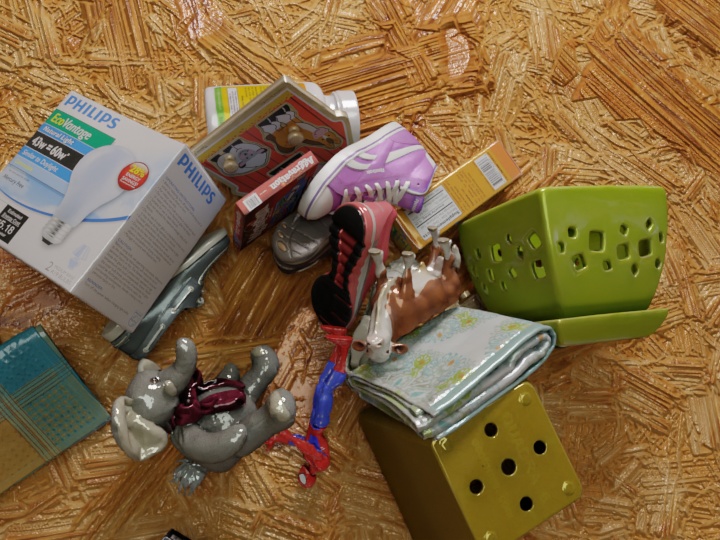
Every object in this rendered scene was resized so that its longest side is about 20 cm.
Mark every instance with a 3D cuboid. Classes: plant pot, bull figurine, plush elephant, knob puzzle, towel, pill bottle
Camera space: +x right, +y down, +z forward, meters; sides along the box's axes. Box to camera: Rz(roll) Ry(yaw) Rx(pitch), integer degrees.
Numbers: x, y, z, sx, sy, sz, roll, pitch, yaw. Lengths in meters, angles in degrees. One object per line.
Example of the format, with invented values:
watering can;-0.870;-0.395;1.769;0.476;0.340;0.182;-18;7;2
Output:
plant pot;0.262;0.005;0.791;0.197;0.199;0.185;-3;83;-21
bull figurine;0.059;0.026;0.740;0.199;0.064;0.123;-26;123;-47
plush elephant;-0.194;0.149;0.702;0.200;0.165;0.155;-46;114;7
knob puzzle;-0.091;-0.138;0.780;0.216;0.220;0.031;-7;62;-11
towel;-0.415;0.174;0.705;0.199;0.022;0.148;-35;108;-15
pill bottle;-0.104;-0.194;0.826;0.197;0.111;0.113;-6;78;-11
towel;0.101;0.106;0.713;0.198;0.171;0.049;-29;111;-23
plant pot;0.138;0.221;0.727;0.198;0.176;0.202;-25;86;-14

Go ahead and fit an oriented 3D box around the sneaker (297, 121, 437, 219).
sneaker;0.021;-0.105;0.778;0.200;0.073;0.114;-39;79;-25

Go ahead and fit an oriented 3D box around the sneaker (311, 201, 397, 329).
sneaker;0.000;0.000;0.774;0.086;0.202;0.074;-21;51;-41

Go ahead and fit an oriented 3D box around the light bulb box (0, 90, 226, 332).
light bulb box;-0.306;-0.072;0.725;0.196;0.125;0.201;26;73;21

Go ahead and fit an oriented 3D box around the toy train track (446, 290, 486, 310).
toy train track;0.103;0.084;0.836;0.199;0.033;0.115;-33;84;-14

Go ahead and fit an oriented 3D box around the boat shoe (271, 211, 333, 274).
boat shoe;-0.043;-0.065;0.827;0.199;0.074;0.075;-34;76;-29

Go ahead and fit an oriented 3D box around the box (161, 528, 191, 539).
box;-0.170;0.409;0.687;0.198;0.079;0.142;32;70;-2

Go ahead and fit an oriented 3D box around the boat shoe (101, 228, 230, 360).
boat shoe;-0.234;0.028;0.782;0.200;0.073;0.062;-47;114;-18

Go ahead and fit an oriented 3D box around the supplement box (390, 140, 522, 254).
supplement box;0.130;-0.100;0.868;0.199;0.067;0.069;-34;86;-15

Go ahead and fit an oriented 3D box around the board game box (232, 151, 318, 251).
board game box;-0.110;-0.078;0.751;0.102;0.200;0.020;-37;90;-15

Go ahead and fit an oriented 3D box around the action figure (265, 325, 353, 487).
action figure;-0.073;0.169;0.747;0.097;0.065;0.203;6;99;-11

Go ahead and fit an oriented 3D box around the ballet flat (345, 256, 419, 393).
ballet flat;0.029;0.062;0.801;0.071;0.072;0.202;23;73;-3
